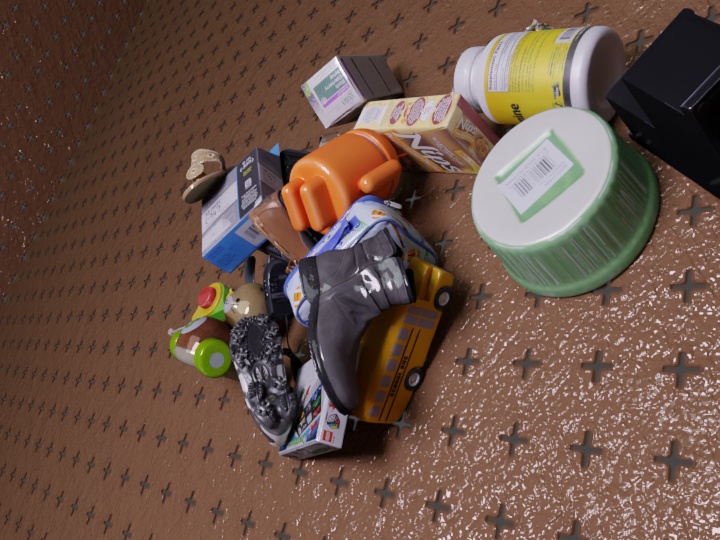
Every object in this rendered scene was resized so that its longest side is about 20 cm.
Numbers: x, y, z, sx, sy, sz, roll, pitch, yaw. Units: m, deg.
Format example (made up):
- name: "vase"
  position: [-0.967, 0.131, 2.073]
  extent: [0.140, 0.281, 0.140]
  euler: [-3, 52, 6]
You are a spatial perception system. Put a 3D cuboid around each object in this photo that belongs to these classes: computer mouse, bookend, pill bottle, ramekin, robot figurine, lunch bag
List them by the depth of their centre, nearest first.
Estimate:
- name: "bookend"
  position: [0.310, -0.168, 0.605]
  extent: [0.092, 0.197, 0.201]
  euler: [-47, 38, 15]
- name: "ramekin"
  position: [0.220, -0.082, 0.726]
  extent: [0.198, 0.097, 0.204]
  euler: [-27, 47, 33]
- name: "pill bottle"
  position: [0.219, -0.242, 0.813]
  extent: [0.198, 0.112, 0.114]
  euler: [16, 77, 46]
- name: "lunch bag"
  position: [0.000, 0.000, 0.864]
  extent: [0.200, 0.159, 0.076]
  euler: [-47, 40, 13]
- name: "robot figurine"
  position: [-0.022, -0.127, 0.904]
  extent: [0.199, 0.117, 0.144]
  euler: [-38, -10, -38]
- name: "computer mouse"
  position: [-0.114, 0.084, 0.971]
  extent: [0.034, 0.057, 0.206]
  euler: [-14, 81, 58]

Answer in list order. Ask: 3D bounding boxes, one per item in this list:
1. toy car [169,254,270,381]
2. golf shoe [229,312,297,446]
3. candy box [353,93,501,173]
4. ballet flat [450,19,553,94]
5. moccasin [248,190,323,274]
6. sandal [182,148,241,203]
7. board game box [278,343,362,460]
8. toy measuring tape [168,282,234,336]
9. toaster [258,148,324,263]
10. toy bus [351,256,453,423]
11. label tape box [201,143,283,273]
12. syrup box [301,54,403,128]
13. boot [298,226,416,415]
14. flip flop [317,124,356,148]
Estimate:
- name: "toy car"
  position: [-0.194, 0.069, 1.022]
  extent: [0.163, 0.156, 0.205]
  euler: [3, 73, 58]
- name: "golf shoe"
  position: [-0.138, 0.151, 0.896]
  extent: [0.076, 0.096, 0.202]
  euler: [-8, 44, -12]
- name: "candy box"
  position: [0.094, -0.193, 0.927]
  extent: [0.198, 0.115, 0.056]
  euler: [14, 75, 51]
- name: "ballet flat"
  position: [0.194, -0.296, 0.930]
  extent: [0.198, 0.063, 0.077]
  euler: [-27, 48, 34]
- name: "moccasin"
  position: [-0.085, -0.018, 0.944]
  extent: [0.077, 0.202, 0.074]
  euler: [-34, 25, 16]
- name: "sandal"
  position: [-0.257, -0.171, 1.088]
  extent: [0.077, 0.070, 0.212]
  euler: [-37, 1, 23]
- name: "board game box"
  position: [-0.056, 0.174, 0.842]
  extent: [0.200, 0.034, 0.129]
  euler: [136, 149, -63]
- name: "toy measuring tape"
  position: [-0.293, 0.071, 1.214]
  extent: [0.197, 0.073, 0.075]
  euler: [-23, 49, 36]
- name: "toaster"
  position: [-0.103, -0.097, 1.077]
  extent: [0.198, 0.118, 0.184]
  euler: [19, 79, 51]
- name: "toy bus"
  position: [0.045, 0.085, 0.808]
  extent: [0.065, 0.077, 0.204]
  euler: [28, 102, 52]
- name: "label tape box"
  position: [-0.193, -0.119, 1.044]
  extent: [0.143, 0.063, 0.203]
  euler: [-37, 43, 24]
- name: "syrup box"
  position: [-0.008, -0.297, 1.053]
  extent: [0.078, 0.082, 0.200]
  euler: [-31, 3, 29]
- name: "boot"
  position: [0.006, 0.050, 0.735]
  extent: [0.129, 0.070, 0.204]
  euler: [-17, 67, 9]
- name: "flip flop"
  position: [-0.064, -0.213, 1.162]
  extent: [0.197, 0.057, 0.083]
  euler: [-17, 53, 41]
